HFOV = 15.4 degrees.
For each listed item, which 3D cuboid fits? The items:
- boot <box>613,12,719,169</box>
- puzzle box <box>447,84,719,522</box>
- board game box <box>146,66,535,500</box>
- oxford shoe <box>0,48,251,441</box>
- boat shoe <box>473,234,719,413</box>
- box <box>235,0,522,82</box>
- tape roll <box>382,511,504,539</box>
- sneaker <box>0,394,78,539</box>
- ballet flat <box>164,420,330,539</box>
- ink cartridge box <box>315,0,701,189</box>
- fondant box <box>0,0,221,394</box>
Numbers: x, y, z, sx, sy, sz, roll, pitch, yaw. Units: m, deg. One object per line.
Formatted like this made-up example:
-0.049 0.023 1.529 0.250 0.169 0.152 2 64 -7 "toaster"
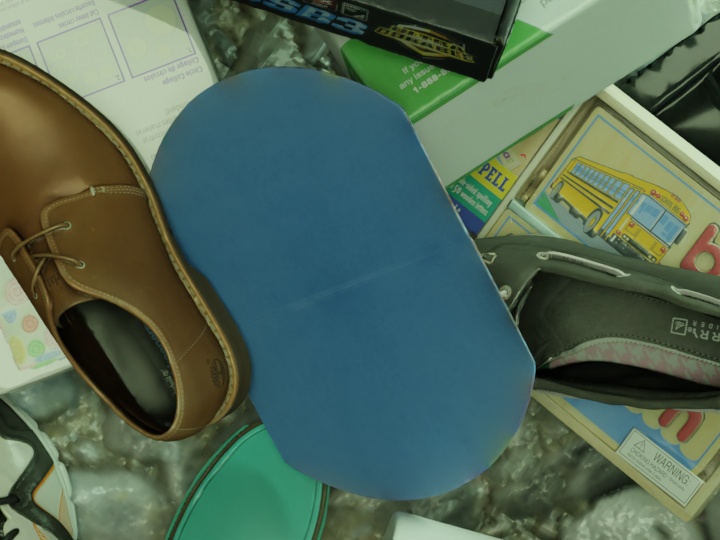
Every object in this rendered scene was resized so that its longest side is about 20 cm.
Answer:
0.220 -0.060 1.204 0.198 0.073 0.162 -38 88 7 "boot"
0.111 -0.001 1.188 0.200 0.025 0.133 39 106 13 "puzzle box"
0.000 0.000 1.139 0.158 0.039 0.200 -22 100 42 "board game box"
-0.124 -0.013 1.141 0.071 0.071 0.200 -39 88 23 "oxford shoe"
0.099 0.023 1.150 0.200 0.057 0.067 7 98 19 "boat shoe"
-0.009 -0.201 1.090 0.200 0.050 0.199 18 75 2 "box"
0.055 0.217 1.142 0.139 0.203 0.203 16 90 -1 "tape roll"
-0.156 0.136 1.201 0.074 0.080 0.200 -27 89 2 "sneaker"
-0.065 0.163 1.200 0.067 0.070 0.200 16 70 6 "ballet flat"
0.032 -0.157 1.161 0.147 0.083 0.200 -33 65 0 "ink cartridge box"
-0.131 -0.062 1.210 0.144 0.058 0.200 -21 90 -1 "fondant box"
